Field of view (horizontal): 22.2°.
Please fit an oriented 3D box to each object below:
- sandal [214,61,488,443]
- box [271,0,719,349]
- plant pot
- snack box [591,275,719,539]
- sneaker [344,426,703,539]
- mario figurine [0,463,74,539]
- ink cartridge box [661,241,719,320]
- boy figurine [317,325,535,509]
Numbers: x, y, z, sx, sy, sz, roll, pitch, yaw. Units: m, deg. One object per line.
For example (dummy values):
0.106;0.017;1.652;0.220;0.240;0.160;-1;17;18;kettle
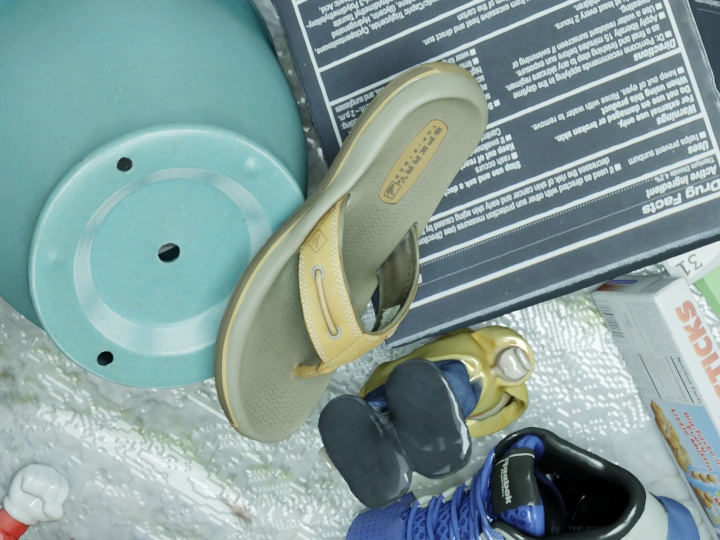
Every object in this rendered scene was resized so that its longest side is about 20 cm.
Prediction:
0.000;0.000;0.832;0.054;0.080;0.201;45;108;38;sandal
0.086;-0.089;0.897;0.199;0.123;0.200;-20;85;25;box
-0.110;-0.045;0.908;0.198;0.188;0.202;-9;119;-16;plant pot
0.192;0.095;0.998;0.024;0.072;0.201;-31;101;-18;snack box
0.075;0.130;0.988;0.198;0.081;0.115;-7;146;23;sneaker
-0.233;0.182;1.078;0.198;0.106;0.125;0;99;13;mario figurine
0.226;-0.035;0.966;0.145;0.048;0.201;-34;96;17;ink cartridge box
0.037;0.070;0.948;0.124;0.200;0.065;-28;85;15;boy figurine
